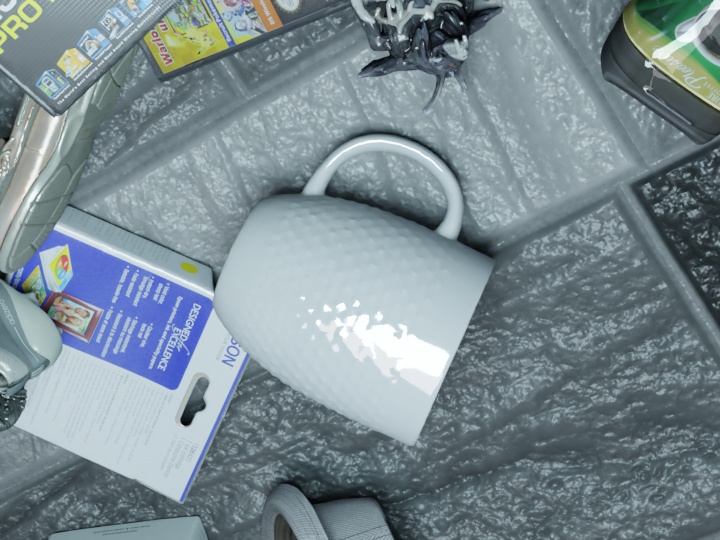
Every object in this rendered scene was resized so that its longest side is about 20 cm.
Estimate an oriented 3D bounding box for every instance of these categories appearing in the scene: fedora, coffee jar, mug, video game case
[{"bbox_3d":[-0.011,0.251,1.425,0.090,0.177,0.201,-17,143,-18],"label":"fedora"},{"bbox_3d":[0.248,-0.181,1.151,0.104,0.086,0.200,33,119,-12],"label":"coffee jar"},{"bbox_3d":[0.000,0.000,1.279,0.174,0.148,0.201,24,91,4],"label":"mug"},{"bbox_3d":[-0.105,-0.247,1.210,0.180,0.026,0.201,-19,115,19],"label":"video game case"}]

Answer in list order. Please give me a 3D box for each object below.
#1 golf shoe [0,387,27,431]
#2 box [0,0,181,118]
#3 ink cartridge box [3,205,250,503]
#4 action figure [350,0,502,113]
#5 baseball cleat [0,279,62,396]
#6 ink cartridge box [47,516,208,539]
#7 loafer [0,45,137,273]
[{"bbox_3d":[-0.333,0.073,1.385,0.200,0.078,0.095,37,140,25],"label":"golf shoe"},{"bbox_3d":[-0.191,-0.222,1.167,0.200,0.044,0.160,-40,116,16],"label":"box"},{"bbox_3d":[-0.194,0.063,1.394,0.199,0.047,0.198,24,120,-5],"label":"ink cartridge box"},{"bbox_3d":[0.039,-0.197,1.165,0.118,0.102,0.201,-26,111,-12],"label":"action figure"},{"bbox_3d":[-0.319,0.022,1.322,0.199,0.106,0.070,30,134,18],"label":"baseball cleat"},{"bbox_3d":[-0.198,0.324,1.452,0.144,0.200,0.146,-8,118,14],"label":"ink cartridge box"},{"bbox_3d":[-0.230,-0.097,1.286,0.063,0.072,0.201,31,103,10],"label":"loafer"}]
